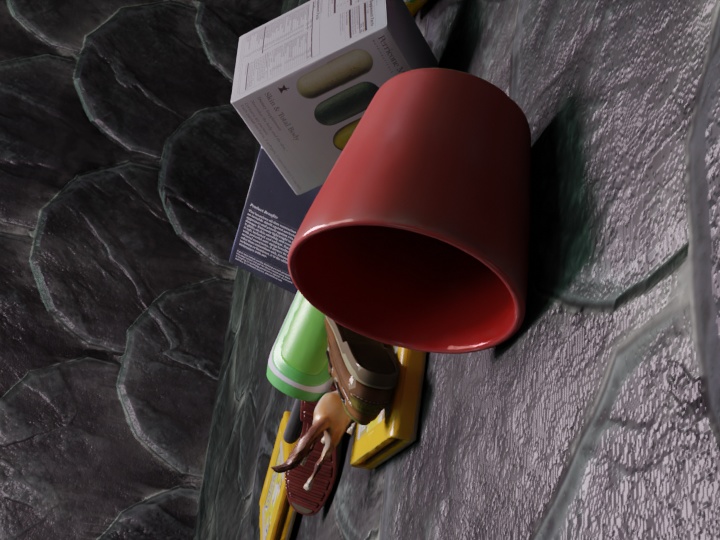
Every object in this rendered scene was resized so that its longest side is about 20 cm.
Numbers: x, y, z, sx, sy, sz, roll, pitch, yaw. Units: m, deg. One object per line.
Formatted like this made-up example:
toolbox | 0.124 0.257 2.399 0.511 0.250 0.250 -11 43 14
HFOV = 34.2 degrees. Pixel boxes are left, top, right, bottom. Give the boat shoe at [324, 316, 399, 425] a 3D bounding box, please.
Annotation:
boat shoe | -0.009 0.091 1.251 0.200 0.071 0.068 -102 29 -67

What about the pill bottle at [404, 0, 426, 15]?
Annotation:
pill bottle | 0.044 -0.390 1.549 0.200 0.110 0.112 162 120 -78

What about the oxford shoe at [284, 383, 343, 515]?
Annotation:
oxford shoe | -0.047 0.225 1.526 0.075 0.070 0.201 -37 -36 -65

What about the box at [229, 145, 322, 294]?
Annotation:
box | -0.078 -0.110 1.683 0.200 0.123 0.199 -52 -15 -57

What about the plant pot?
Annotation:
plant pot | 0.055 -0.055 0.970 0.201 0.199 0.178 122 167 -60

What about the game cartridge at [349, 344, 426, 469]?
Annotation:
game cartridge | 0.034 0.104 1.278 0.176 0.032 0.201 127 152 -65

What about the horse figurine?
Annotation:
horse figurine | -0.030 0.173 1.373 0.200 0.050 0.133 -41 -24 -57

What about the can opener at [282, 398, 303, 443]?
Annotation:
can opener | -0.056 0.174 1.656 0.067 0.053 0.201 -42 -20 -46

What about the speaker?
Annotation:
speaker | -0.040 0.051 1.383 0.089 0.088 0.201 -108 41 -69

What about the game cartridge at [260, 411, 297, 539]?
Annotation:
game cartridge | -0.122 0.334 1.787 0.200 0.032 0.177 -111 34 -69

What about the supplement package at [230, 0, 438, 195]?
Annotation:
supplement package | -0.025 -0.221 1.367 0.152 0.199 0.151 54 -159 -35
